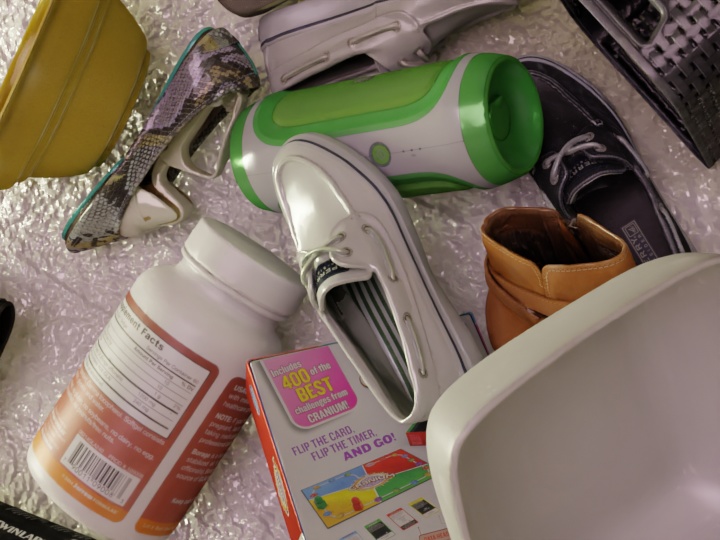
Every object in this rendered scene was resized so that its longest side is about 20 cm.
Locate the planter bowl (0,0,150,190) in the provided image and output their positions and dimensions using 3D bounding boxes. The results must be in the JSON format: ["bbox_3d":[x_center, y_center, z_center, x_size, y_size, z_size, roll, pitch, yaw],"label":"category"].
[{"bbox_3d":[-0.202,-0.130,0.947,0.083,0.200,0.202,24,92,-18],"label":"planter bowl"}]

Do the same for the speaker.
[{"bbox_3d":[0.014,-0.085,0.864,0.199,0.088,0.089,-6,81,36],"label":"speaker"}]

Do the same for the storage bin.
[{"bbox_3d":[0.182,-0.152,0.770,0.094,0.200,0.136,-41,72,10],"label":"storage bin"}]

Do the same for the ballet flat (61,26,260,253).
[{"bbox_3d":[-0.135,-0.073,0.940,0.072,0.072,0.201,45,110,19],"label":"ballet flat"}]

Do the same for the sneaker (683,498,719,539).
[{"bbox_3d":[0.159,0.162,0.808,0.199,0.075,0.100,-35,74,13],"label":"sneaker"}]

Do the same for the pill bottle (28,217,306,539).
[{"bbox_3d":[-0.123,0.071,0.895,0.112,0.112,0.201,36,96,20],"label":"pill bottle"}]

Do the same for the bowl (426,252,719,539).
[{"bbox_3d":[0.125,0.102,0.698,0.199,0.201,0.075,-31,27,-19],"label":"bowl"}]

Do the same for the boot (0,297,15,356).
[{"bbox_3d":[-0.300,0.006,0.976,0.130,0.068,0.202,22,99,18],"label":"boot"}]

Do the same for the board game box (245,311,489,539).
[{"bbox_3d":[0.029,0.128,0.797,0.152,0.040,0.201,-11,55,-14],"label":"board game box"}]

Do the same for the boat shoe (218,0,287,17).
[{"bbox_3d":[-0.015,-0.242,0.923,0.200,0.073,0.075,-41,75,5],"label":"boat shoe"}]

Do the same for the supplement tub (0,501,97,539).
[{"bbox_3d":[-0.230,0.230,0.916,0.198,0.122,0.124,15,89,21],"label":"supplement tub"}]

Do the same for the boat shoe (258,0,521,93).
[{"bbox_3d":[0.023,-0.157,0.900,0.198,0.072,0.066,-10,85,19],"label":"boat shoe"}]

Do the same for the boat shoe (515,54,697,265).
[{"bbox_3d":[0.144,-0.057,0.844,0.071,0.068,0.201,-33,74,13],"label":"boat shoe"}]

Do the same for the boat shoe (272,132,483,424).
[{"bbox_3d":[0.000,0.000,0.795,0.200,0.067,0.074,53,126,18],"label":"boat shoe"}]

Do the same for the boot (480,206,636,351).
[{"bbox_3d":[0.163,0.035,0.777,0.199,0.156,0.077,16,52,31],"label":"boot"}]
